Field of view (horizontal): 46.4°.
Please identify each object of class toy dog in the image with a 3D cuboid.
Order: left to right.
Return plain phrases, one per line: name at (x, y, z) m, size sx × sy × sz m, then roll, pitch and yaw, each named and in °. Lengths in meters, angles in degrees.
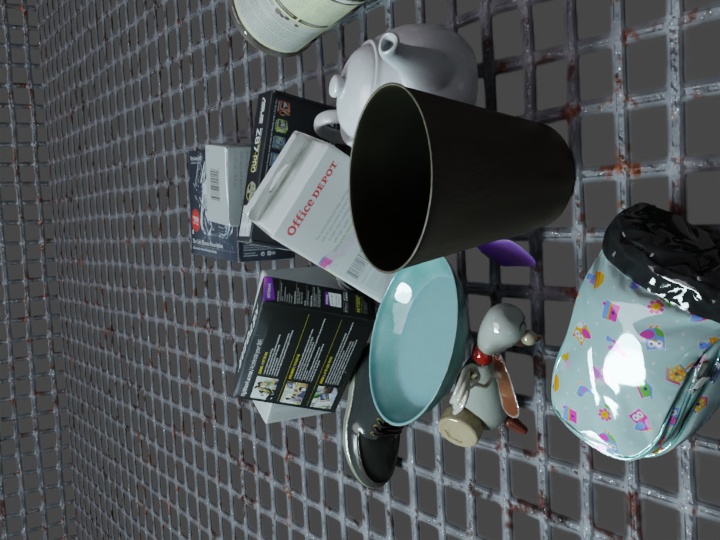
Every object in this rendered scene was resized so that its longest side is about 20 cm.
toy dog at (0.153, 0.124, 0.904) m, size 0.200 × 0.096 × 0.132 m, roll 92°, pitch -158°, yaw -69°

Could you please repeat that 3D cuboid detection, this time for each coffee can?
coffee can at (-0.073, -0.393, 1.136) m, size 0.200 × 0.146 × 0.147 m, roll -14°, pitch 83°, yaw 57°

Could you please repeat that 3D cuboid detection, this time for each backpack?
backpack at (0.249, 0.063, 0.725) m, size 0.167 × 0.126 × 0.201 m, roll 42°, pitch 131°, yaw 42°

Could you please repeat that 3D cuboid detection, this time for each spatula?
spatula at (0.129, -0.035, 0.979) m, size 0.021 × 0.056 × 0.200 m, roll -56°, pitch 30°, yaw -3°

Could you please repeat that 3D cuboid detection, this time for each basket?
basket at (0.107, -0.095, 0.852) m, size 0.136 × 0.199 × 0.181 m, roll 22°, pitch 114°, yaw 53°

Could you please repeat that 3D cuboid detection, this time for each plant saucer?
plant saucer at (0.069, 0.077, 0.947) m, size 0.200 × 0.036 × 0.201 m, roll -45°, pitch 38°, yaw 50°

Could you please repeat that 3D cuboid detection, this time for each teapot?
teapot at (0.033, -0.194, 0.965) m, size 0.198 × 0.145 × 0.201 m, roll -108°, pitch 31°, yaw -54°

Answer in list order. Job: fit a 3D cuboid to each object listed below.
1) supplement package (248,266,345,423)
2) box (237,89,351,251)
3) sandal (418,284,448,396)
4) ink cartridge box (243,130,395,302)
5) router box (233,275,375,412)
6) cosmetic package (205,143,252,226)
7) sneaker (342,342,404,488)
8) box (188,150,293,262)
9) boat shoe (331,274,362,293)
supplement package at (-0.093, 0.110, 1.265) m, size 0.121 × 0.119 × 0.201 m, roll 51°, pitch 135°, yaw 43°
box at (-0.072, -0.123, 1.128) m, size 0.049 × 0.161 × 0.201 m, roll 4°, pitch 85°, yaw 56°
sandal at (0.095, 0.069, 1.011) m, size 0.080 × 0.054 × 0.201 m, roll 121°, pitch 154°, yaw -43°
ink cartridge box at (-0.038, -0.074, 1.036) m, size 0.129 × 0.200 × 0.125 m, roll -57°, pitch 29°, yaw 1°
router box at (-0.078, 0.103, 1.119) m, size 0.051 × 0.148 × 0.200 m, roll -93°, pitch 19°, yaw -46°
cosmetic package at (-0.113, -0.125, 1.191) m, size 0.081 × 0.199 × 0.113 m, roll 17°, pitch 111°, yaw 56°
sneaker at (0.032, 0.201, 1.124) m, size 0.106 × 0.074 × 0.201 m, roll 4°, pitch 97°, yaw 60°
box at (-0.206, -0.114, 1.423) m, size 0.200 × 0.104 × 0.183 m, roll 9°, pitch 100°, yaw 56°
boat shoe at (0.000, 0.000, 1.158) m, size 0.200 × 0.062 × 0.073 m, roll 19°, pitch 111°, yaw 55°
